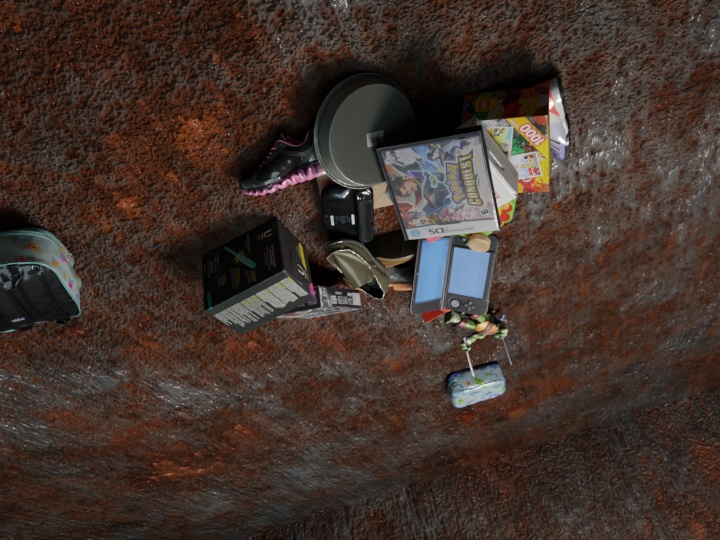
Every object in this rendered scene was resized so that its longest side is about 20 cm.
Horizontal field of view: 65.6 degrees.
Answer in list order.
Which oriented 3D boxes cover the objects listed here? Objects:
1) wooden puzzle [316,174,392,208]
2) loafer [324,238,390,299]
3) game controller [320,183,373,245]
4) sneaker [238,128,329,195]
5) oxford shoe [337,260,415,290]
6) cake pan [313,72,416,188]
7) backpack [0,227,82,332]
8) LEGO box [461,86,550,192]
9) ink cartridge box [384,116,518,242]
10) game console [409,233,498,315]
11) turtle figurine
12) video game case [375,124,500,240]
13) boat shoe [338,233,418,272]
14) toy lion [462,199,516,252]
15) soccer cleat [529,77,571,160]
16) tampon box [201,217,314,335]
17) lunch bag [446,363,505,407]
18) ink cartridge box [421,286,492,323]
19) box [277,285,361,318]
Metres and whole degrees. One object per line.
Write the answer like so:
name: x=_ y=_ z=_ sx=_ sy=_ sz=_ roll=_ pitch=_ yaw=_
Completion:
wooden puzzle: x=0.012 y=-0.190 z=1.111 sx=0.198 sy=0.037 sz=0.186 roll=-9 pitch=143 yaw=0
loafer: x=0.000 y=0.000 z=1.219 sx=0.075 sy=0.070 sz=0.200 roll=-29 pitch=134 yaw=31
game controller: x=-0.024 y=-0.113 z=1.151 sx=0.103 sy=0.042 sz=0.200 roll=5 pitch=151 yaw=4
sneaker: x=-0.143 y=-0.201 z=1.025 sx=0.198 sy=0.079 sz=0.096 roll=-15 pitch=109 yaw=19
oxford shoe: x=0.043 y=0.005 z=1.361 sx=0.198 sy=0.071 sz=0.074 roll=-1 pitch=109 yaw=-6
cake pan: x=0.016 y=-0.236 z=0.970 sx=0.199 sy=0.037 sz=0.202 roll=-13 pitch=119 yaw=-25
backpack: x=-0.632 y=0.007 z=1.045 sx=0.174 sy=0.154 sz=0.200 roll=-9 pitch=153 yaw=-11
LEGO box: x=0.281 y=-0.239 z=1.057 sx=0.148 sy=0.078 sz=0.200 roll=0 pitch=148 yaw=21
ink cartridge box: x=0.168 y=-0.161 z=1.026 sx=0.199 sy=0.085 sz=0.146 roll=-27 pitch=120 yaw=38
game console: x=0.215 y=0.011 z=1.285 sx=0.169 sy=0.118 sz=0.202 roll=10 pitch=107 yaw=16
turtle figurine: x=0.336 y=0.180 z=1.580 sx=0.193 sy=0.201 sz=0.144 roll=32 pitch=166 yaw=-20
video game case: x=0.139 y=-0.144 z=0.975 sx=0.179 sy=0.026 sz=0.201 roll=-4 pitch=130 yaw=23
boat shoe: x=0.040 y=-0.034 z=1.295 sx=0.198 sy=0.072 sz=0.068 roll=-5 pitch=145 yaw=6
toy lion: x=0.212 y=-0.131 z=1.147 sx=0.198 sy=0.069 sz=0.192 roll=15 pitch=147 yaw=12
soccer cleat: x=0.367 y=-0.287 z=1.087 sx=0.073 sy=0.069 sz=0.200 roll=-8 pitch=148 yaw=24
tampon box: x=-0.219 y=0.015 z=1.197 sx=0.199 sy=0.151 sz=0.126 roll=-26 pitch=141 yaw=15
lunch bag: x=0.408 y=0.408 z=1.972 sx=0.198 sy=0.083 sz=0.161 roll=-18 pitch=142 yaw=4
ink cartridge box: x=0.216 y=0.040 z=1.403 sx=0.199 sy=0.110 sz=0.050 roll=-33 pitch=155 yaw=22
box: x=-0.110 y=0.078 z=1.307 sx=0.157 sy=0.050 sz=0.200 roll=-12 pitch=171 yaw=26
